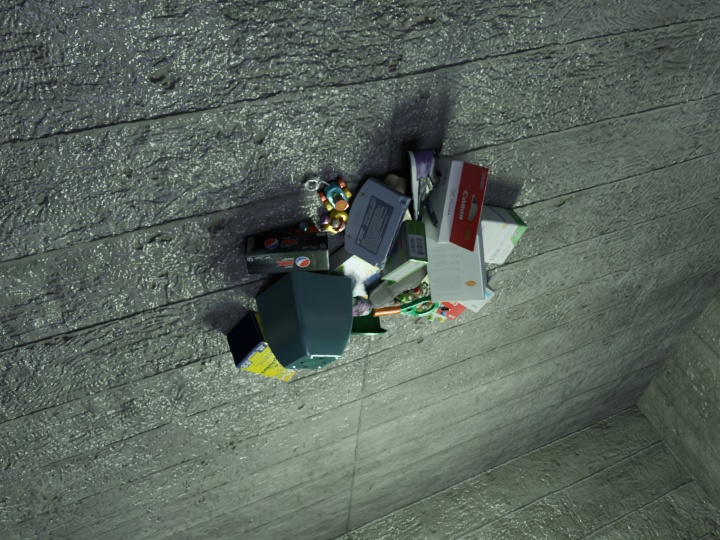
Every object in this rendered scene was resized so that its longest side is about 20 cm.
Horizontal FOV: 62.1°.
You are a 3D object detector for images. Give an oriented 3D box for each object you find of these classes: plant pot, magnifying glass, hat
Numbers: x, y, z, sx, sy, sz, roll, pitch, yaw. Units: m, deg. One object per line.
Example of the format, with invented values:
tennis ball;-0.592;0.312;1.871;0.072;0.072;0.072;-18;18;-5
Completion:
plant pot;-0.132;0.140;1.527;0.193;0.205;0.195;8;152;-39
magnifying glass;0.129;0.107;1.682;0.194;0.023;0.080;-7;145;-17
hat;0.010;0.086;1.741;0.195;0.165;0.182;2;95;-28

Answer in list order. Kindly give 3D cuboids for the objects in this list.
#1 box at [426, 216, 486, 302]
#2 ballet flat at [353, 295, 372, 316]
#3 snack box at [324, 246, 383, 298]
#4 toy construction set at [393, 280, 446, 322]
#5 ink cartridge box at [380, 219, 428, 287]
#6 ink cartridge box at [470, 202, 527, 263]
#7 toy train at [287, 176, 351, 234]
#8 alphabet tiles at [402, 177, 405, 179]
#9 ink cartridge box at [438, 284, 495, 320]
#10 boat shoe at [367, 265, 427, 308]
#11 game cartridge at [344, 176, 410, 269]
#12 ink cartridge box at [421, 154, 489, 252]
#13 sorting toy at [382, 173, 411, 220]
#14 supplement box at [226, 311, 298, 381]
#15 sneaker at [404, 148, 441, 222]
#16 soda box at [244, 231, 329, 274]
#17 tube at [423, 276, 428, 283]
box;0.260;-0.028;1.630;0.148;0.107;0.205;-2;118;17
ballet flat;-0.055;0.096;1.651;0.197;0.070;0.071;-11;130;42
snack box;0.000;0.000;1.631;0.141;0.054;0.200;-35;143;8
toy construction set;0.176;0.091;1.779;0.094;0.129;0.200;-60;148;-8
ink cartridge box;0.093;-0.039;1.520;0.058;0.107;0.199;7;158;-26
ink cartridge box;0.361;-0.106;1.731;0.196;0.088;0.147;2;131;-36
toy train;-0.090;-0.127;1.432;0.147;0.056;0.203;-8;137;-27
alphabet tiles;0.107;-0.169;1.559;0.196;0.006;0.169;-1;132;-33
ink cartridge box;0.325;0.093;1.945;0.176;0.045;0.198;-46;139;16
boat shoe;0.101;0.030;1.665;0.198;0.063;0.074;-35;101;-5
game cartridge;0.033;-0.118;1.464;0.041;0.132;0.204;-31;147;-54
ink cartridge box;0.218;-0.165;1.446;0.044;0.175;0.206;-3;110;-34
sorting toy;0.099;-0.151;1.544;0.197;0.037;0.187;15;123;-37
supplement box;-0.252;0.212;1.647;0.109;0.111;0.198;-43;141;16
sneaker;0.156;-0.198;1.437;0.085;0.077;0.203;-12;136;-6
soda box;-0.172;-0.041;1.416;0.194;0.064;0.072;-3;138;-2
tube;0.148;-0.018;1.712;0.058;0.052;0.199;-41;141;11
